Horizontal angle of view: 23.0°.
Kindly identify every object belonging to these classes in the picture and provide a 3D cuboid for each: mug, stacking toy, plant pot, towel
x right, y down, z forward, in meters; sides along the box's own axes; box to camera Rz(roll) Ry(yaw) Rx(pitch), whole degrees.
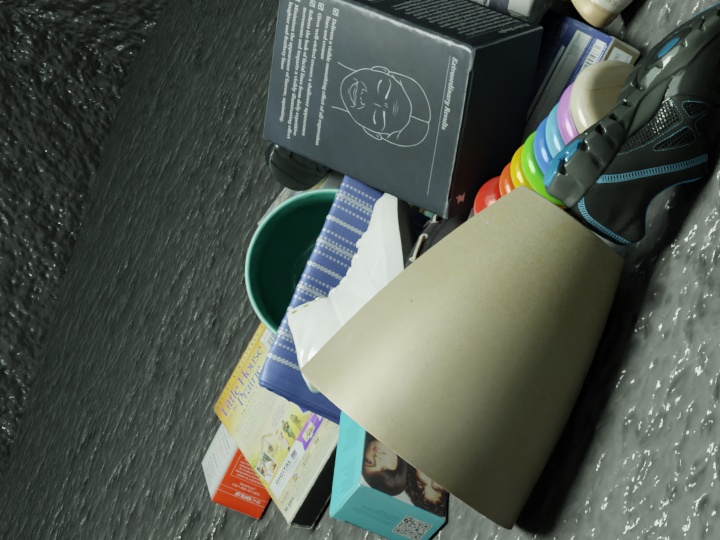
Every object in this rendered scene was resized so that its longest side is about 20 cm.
[{"bbox_3d":[-0.007,0.009,1.642,0.114,0.184,0.153,45,-124,-79],"label":"mug"},{"bbox_3d":[0.152,-0.080,1.360,0.200,0.085,0.086,-42,29,55],"label":"stacking toy"},{"bbox_3d":[0.091,0.047,1.255,0.200,0.187,0.187,-53,17,0],"label":"plant pot"},{"bbox_3d":[0.005,0.036,1.551,0.024,0.145,0.201,8,74,63],"label":"towel"}]

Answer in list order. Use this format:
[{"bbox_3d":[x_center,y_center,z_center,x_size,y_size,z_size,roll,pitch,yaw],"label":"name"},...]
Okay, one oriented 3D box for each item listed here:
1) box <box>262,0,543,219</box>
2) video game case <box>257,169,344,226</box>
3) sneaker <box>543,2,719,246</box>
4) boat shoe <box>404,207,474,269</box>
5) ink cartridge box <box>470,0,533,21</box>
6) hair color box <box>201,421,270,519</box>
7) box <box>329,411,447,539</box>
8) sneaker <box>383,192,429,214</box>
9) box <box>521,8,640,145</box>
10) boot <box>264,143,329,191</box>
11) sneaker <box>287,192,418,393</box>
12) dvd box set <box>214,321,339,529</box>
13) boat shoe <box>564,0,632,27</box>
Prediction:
[{"bbox_3d":[0.032,-0.155,1.473,0.107,0.200,0.149,-23,-49,-48],"label":"box"},{"bbox_3d":[-0.018,-0.126,1.785,0.200,0.018,0.143,-54,15,-20],"label":"video game case"},{"bbox_3d":[0.218,-0.106,1.235,0.200,0.082,0.073,-47,6,-2],"label":"sneaker"},{"bbox_3d":[0.074,-0.018,1.473,0.200,0.060,0.074,-69,-24,-65],"label":"boat shoe"},{"bbox_3d":[0.113,-0.264,1.545,0.145,0.084,0.201,-77,0,-59],"label":"ink cartridge box"},{"bbox_3d":[-0.093,0.146,1.845,0.200,0.061,0.102,-63,18,11],"label":"hair color box"},{"bbox_3d":[0.029,0.127,1.459,0.049,0.082,0.200,-51,22,39],"label":"box"},{"bbox_3d":[0.021,-0.052,1.718,0.200,0.088,0.077,-57,19,29],"label":"sneaker"},{"bbox_3d":[0.168,-0.153,1.501,0.121,0.032,0.200,-63,17,10],"label":"box"},{"bbox_3d":[-0.023,-0.166,1.671,0.200,0.076,0.168,-54,9,6],"label":"boot"},{"bbox_3d":[-0.008,0.015,1.474,0.115,0.074,0.200,-14,41,16],"label":"sneaker"},{"bbox_3d":[-0.064,0.133,1.712,0.147,0.029,0.200,-60,38,14],"label":"dvd box set"},{"bbox_3d":[0.189,-0.263,1.520,0.069,0.074,0.200,-57,17,18],"label":"boat shoe"}]
